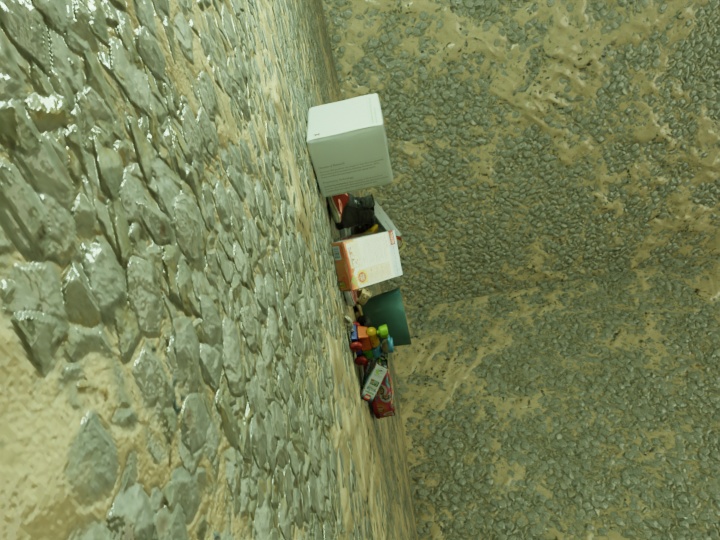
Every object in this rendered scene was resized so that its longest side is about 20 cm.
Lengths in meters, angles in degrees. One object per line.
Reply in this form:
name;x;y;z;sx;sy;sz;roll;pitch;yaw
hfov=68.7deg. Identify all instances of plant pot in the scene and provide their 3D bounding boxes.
plant pot;0.080;0.175;1.837;0.201;0.160;0.202;-13;90;-87

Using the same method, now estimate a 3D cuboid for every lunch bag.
lunch bag;0.067;0.378;1.730;0.176;0.081;0.201;73;8;-62

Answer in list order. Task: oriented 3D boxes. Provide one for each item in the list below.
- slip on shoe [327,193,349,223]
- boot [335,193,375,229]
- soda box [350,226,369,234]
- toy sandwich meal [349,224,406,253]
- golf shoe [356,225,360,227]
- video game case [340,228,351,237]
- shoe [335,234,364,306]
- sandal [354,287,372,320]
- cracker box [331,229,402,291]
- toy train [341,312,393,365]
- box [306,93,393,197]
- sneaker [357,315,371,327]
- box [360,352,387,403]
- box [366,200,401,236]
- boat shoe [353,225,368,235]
slip on shoe;-0.064;-0.212;1.553;0.201;0.061;0.074;-93;173;-51
boot;-0.021;-0.223;1.658;0.070;0.131;0.201;64;16;-72
soda box;0.042;-0.093;1.933;0.200;0.068;0.064;41;-11;21
toy sandwich meal;0.051;-0.098;1.727;0.205;0.203;0.071;-90;177;-66
golf shoe;-0.017;-0.206;1.807;0.088;0.077;0.200;54;-5;-14
video game case;-0.044;-0.093;1.787;0.183;0.022;0.201;73;7;-57
shoe;-0.012;-0.002;1.528;0.071;0.090;0.202;15;65;-85
sandal;0.005;0.081;1.691;0.078;0.069;0.213;-96;174;-47
cracker box;0.021;-0.030;1.463;0.057;0.199;0.135;-4;-81;50
toy train;0.025;0.171;1.436;0.201;0.115;0.085;75;6;-46
box;-0.028;-0.331;1.387;0.200;0.199;0.172;-93;170;-50
sneaker;0.022;0.223;1.688;0.105;0.060;0.201;-94;169;-47
box;0.043;0.299;1.540;0.200;0.035;0.111;-66;-179;-83
box;0.051;-0.170;1.943;0.156;0.041;0.200;52;-20;-13
boat shoe;0.006;-0.086;1.841;0.072;0.072;0.201;75;13;-60
